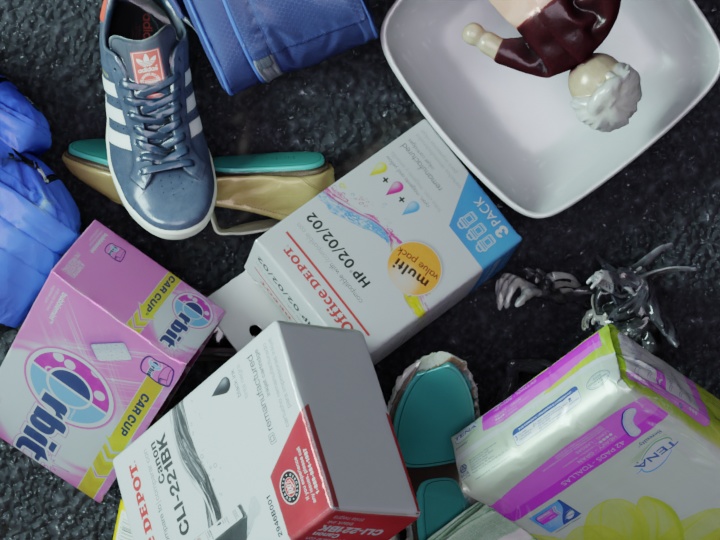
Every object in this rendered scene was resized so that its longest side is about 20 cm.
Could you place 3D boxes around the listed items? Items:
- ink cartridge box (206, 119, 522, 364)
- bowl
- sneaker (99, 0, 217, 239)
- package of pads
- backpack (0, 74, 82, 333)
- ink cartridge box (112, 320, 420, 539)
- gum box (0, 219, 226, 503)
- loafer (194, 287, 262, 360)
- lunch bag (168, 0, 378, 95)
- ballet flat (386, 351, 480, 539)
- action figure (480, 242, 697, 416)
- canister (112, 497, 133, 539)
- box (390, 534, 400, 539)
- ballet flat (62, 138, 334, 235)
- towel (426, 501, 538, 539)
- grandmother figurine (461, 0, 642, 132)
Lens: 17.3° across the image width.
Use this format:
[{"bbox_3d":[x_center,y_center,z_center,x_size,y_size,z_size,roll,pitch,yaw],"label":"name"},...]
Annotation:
[{"bbox_3d":[0.000,0.000,1.677,0.200,0.068,0.115,-37,81,-19],"label":"ink cartridge box"},{"bbox_3d":[0.134,-0.162,1.699,0.200,0.075,0.200,-39,95,5],"label":"bowl"},{"bbox_3d":[-0.148,-0.122,1.669,0.075,0.085,0.200,-12,68,-10],"label":"sneaker"},{"bbox_3d":[0.186,0.135,1.657,0.154,0.068,0.200,-38,129,24],"label":"package of pads"},{"bbox_3d":[-0.290,-0.059,1.682,0.200,0.163,0.168,38,93,-2],"label":"backpack"},{"bbox_3d":[-0.069,0.147,1.609,0.200,0.084,0.145,-41,55,37],"label":"ink cartridge box"},{"bbox_3d":[-0.190,0.071,1.692,0.113,0.066,0.200,35,136,0],"label":"gum box"},{"bbox_3d":[-0.074,0.038,1.734,0.199,0.063,0.072,-7,95,3],"label":"loafer"},{"bbox_3d":[-0.084,-0.231,1.655,0.132,0.136,0.200,-23,107,4],"label":"lunch bag"},{"bbox_3d":[0.050,0.131,1.709,0.072,0.072,0.200,-1,124,2],"label":"ballet flat"},{"bbox_3d":[0.152,0.056,1.704,0.102,0.119,0.200,24,108,-45],"label":"action figure"},{"bbox_3d":[-0.128,0.275,1.753,0.148,0.087,0.201,12,95,1],"label":"canister"},{"bbox_3d":[-0.012,0.157,1.691,0.068,0.082,0.200,-10,64,2],"label":"box"},{"bbox_3d":[-0.119,-0.056,1.726,0.199,0.069,0.063,4,112,3],"label":"ballet flat"},{"bbox_3d":[0.110,0.266,1.738,0.152,0.023,0.200,-40,113,15],"label":"towel"},{"bbox_3d":[0.130,-0.184,1.636,0.121,0.061,0.200,-30,98,33],"label":"grandmother figurine"}]
